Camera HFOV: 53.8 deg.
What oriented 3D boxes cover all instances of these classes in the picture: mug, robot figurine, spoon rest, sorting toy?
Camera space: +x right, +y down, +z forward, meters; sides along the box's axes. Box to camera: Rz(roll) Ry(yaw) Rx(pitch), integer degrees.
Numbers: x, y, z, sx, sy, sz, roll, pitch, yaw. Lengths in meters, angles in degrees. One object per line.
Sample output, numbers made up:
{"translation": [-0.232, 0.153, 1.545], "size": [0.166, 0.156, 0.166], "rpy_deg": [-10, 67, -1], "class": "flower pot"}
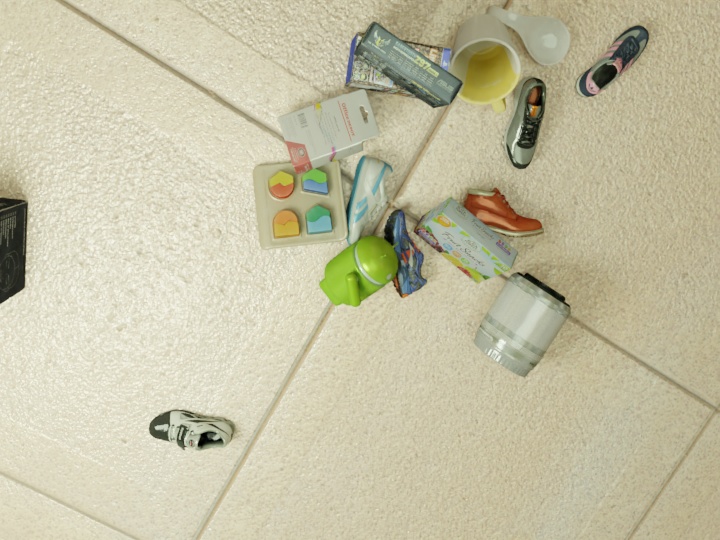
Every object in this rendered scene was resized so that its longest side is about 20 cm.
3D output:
{"translation": [0.255, -0.444, 1.501], "size": [0.146, 0.155, 0.188], "rpy_deg": [7, 137, -1], "class": "mug"}
{"translation": [0.000, 0.000, 1.562], "size": [0.199, 0.176, 0.116], "rpy_deg": [-34, 98, 34], "class": "robot figurine"}
{"translation": [0.366, -0.518, 1.542], "size": [0.197, 0.061, 0.101], "rpy_deg": [21, 99, -8], "class": "spoon rest"}
{"translation": [-0.133, -0.149, 1.554], "size": [0.196, 0.036, 0.189], "rpy_deg": [-7, 83, -2], "class": "sorting toy"}

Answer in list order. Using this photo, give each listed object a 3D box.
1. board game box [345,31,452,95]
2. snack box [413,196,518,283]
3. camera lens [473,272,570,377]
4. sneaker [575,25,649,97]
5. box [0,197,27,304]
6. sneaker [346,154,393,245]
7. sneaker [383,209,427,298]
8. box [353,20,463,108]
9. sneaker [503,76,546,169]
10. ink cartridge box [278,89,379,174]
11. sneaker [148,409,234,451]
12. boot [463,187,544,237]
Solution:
{"translation": [0.075, -0.422, 1.484], "size": [0.196, 0.160, 0.099], "rpy_deg": [8, 101, -7], "class": "board game box"}
{"translation": [0.232, -0.063, 1.577], "size": [0.199, 0.142, 0.053], "rpy_deg": [37, 64, -11], "class": "snack box"}
{"translation": [0.369, 0.118, 1.618], "size": [0.158, 0.160, 0.202], "rpy_deg": [31, 97, -10], "class": "camera lens"}
{"translation": [0.568, -0.459, 1.561], "size": [0.070, 0.082, 0.200], "rpy_deg": [42, 95, -11], "class": "sneaker"}
{"translation": [-0.782, -0.040, 1.461], "size": [0.121, 0.197, 0.204], "rpy_deg": [6, 101, -5], "class": "box"}
{"translation": [0.015, -0.148, 1.577], "size": [0.079, 0.077, 0.204], "rpy_deg": [13, 103, -13], "class": "sneaker"}
{"translation": [0.104, -0.042, 1.615], "size": [0.077, 0.075, 0.204], "rpy_deg": [-15, 109, -14], "class": "sneaker"}
{"translation": [0.086, -0.381, 1.331], "size": [0.198, 0.158, 0.052], "rpy_deg": [31, 97, -9], "class": "box"}
{"translation": [0.367, -0.326, 1.571], "size": [0.072, 0.079, 0.204], "rpy_deg": [5, 102, -8], "class": "sneaker"}
{"translation": [-0.065, -0.299, 1.526], "size": [0.197, 0.068, 0.118], "rpy_deg": [-19, 82, 0], "class": "ink cartridge box"}
{"translation": [-0.394, 0.374, 1.637], "size": [0.196, 0.089, 0.076], "rpy_deg": [3, 103, -4], "class": "sneaker"}
{"translation": [0.327, -0.131, 1.612], "size": [0.196, 0.075, 0.109], "rpy_deg": [8, 96, -6], "class": "boot"}
